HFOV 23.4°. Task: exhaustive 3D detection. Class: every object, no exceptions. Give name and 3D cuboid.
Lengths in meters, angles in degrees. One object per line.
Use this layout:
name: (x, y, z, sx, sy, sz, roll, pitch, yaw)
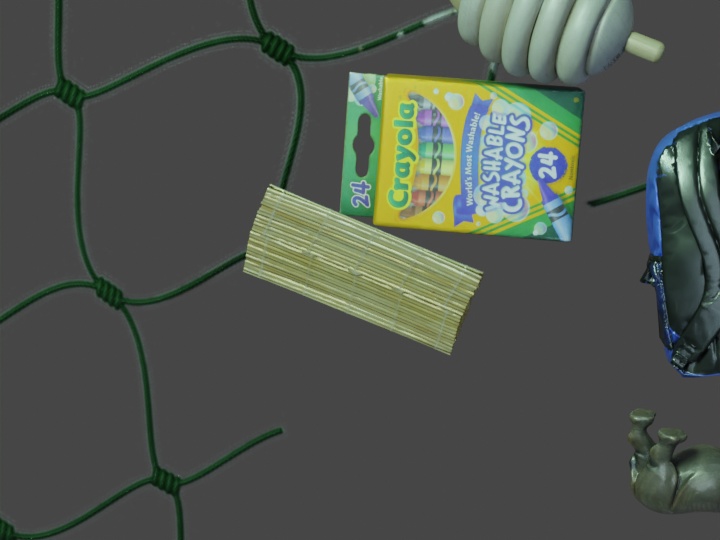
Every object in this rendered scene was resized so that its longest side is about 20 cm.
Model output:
rhino figurine: (0.323, 0.172, 1.477, 0.198, 0.060, 0.088, 5, 113, 2)
crayon box: (0.083, -0.096, 1.457, 0.198, 0.052, 0.127, 5, 99, 4)
toy sheep: (0.153, -0.216, 1.396, 0.199, 0.138, 0.139, 25, 100, 19)
backpack: (0.301, -0.028, 1.394, 0.161, 0.168, 0.201, -9, 94, 3)
sushi mat: (0.000, 0.000, 1.477, 0.199, 0.012, 0.096, 22, 130, 1)
